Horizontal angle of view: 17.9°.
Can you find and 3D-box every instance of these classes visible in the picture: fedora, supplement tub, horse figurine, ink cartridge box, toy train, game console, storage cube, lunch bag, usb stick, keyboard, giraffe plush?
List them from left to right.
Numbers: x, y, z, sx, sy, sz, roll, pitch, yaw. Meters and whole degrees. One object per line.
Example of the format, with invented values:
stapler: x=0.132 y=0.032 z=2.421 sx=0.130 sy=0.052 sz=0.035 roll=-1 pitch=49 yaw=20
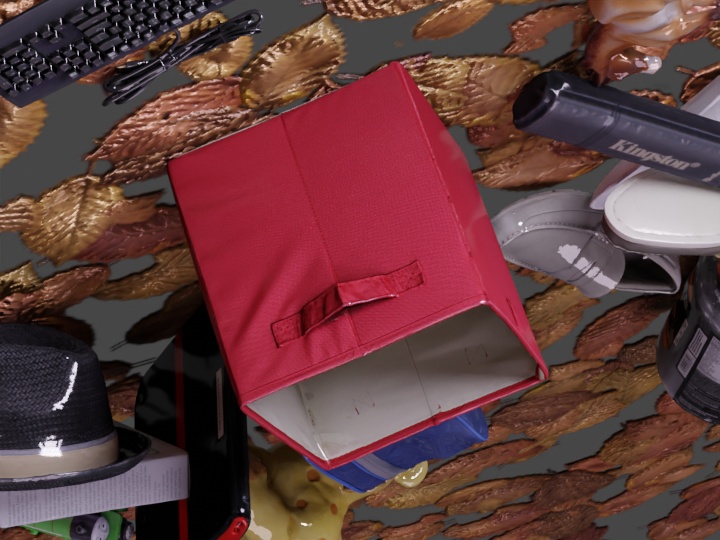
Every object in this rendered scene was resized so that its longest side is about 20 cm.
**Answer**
fedora: x=-0.242 y=0.087 z=1.551 sx=0.201 sy=0.092 sz=0.201 roll=0 pitch=-171 yaw=0
toy train: x=-0.265 y=0.174 z=1.717 sx=0.200 sy=0.042 sz=0.056 roll=11 pitch=180 yaw=21
ink cartridge box: x=-0.253 y=0.141 z=1.644 sx=0.200 sy=0.043 sz=0.196 roll=-7 pitch=-169 yaw=-29
keyboard: x=-0.113 y=-0.140 z=1.290 sx=0.200 sy=0.021 sz=0.127 roll=-25 pitch=156 yaw=14
game console: x=-0.119 y=0.130 z=1.661 sx=0.031 sy=0.200 sz=0.177 roll=12 pitch=145 yaw=-26
giraffe plush: x=-0.040 y=0.160 z=1.867 sx=0.162 sy=0.200 sz=0.173 roll=-46 pitch=155 yaw=-10
storage cube: x=0.000 y=0.000 z=1.485 sx=0.171 sy=0.180 sz=0.200 roll=-23 pitch=156 yaw=10
lunch bag: x=0.003 y=0.084 z=1.727 sx=0.132 sy=0.136 sz=0.200 roll=-23 pitch=158 yaw=10
usb stick: x=0.193 y=-0.094 z=1.561 sx=0.200 sy=0.033 sz=0.055 roll=14 pitch=142 yaw=-31
horse figurine: x=0.188 y=-0.168 z=1.408 sx=0.133 sy=0.050 sz=0.200 roll=-7 pitch=169 yaw=16
supplement tub: x=0.321 y=0.039 z=1.890 sx=0.122 sy=0.123 sz=0.200 roll=-13 pitch=156 yaw=-13

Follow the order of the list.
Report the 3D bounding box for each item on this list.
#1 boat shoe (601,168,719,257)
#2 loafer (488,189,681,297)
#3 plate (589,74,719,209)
boat shoe: x=0.257 y=-0.039 z=1.653 sx=0.202 sy=0.072 sz=0.060 roll=-11 pitch=151 yaw=-26
loafer: x=0.172 y=-0.016 z=1.719 sx=0.200 sy=0.070 sz=0.070 roll=3 pitch=149 yaw=-41
plate: x=0.291 y=-0.104 z=1.666 sx=0.200 sy=0.032 sz=0.200 roll=2 pitch=149 yaw=-38
